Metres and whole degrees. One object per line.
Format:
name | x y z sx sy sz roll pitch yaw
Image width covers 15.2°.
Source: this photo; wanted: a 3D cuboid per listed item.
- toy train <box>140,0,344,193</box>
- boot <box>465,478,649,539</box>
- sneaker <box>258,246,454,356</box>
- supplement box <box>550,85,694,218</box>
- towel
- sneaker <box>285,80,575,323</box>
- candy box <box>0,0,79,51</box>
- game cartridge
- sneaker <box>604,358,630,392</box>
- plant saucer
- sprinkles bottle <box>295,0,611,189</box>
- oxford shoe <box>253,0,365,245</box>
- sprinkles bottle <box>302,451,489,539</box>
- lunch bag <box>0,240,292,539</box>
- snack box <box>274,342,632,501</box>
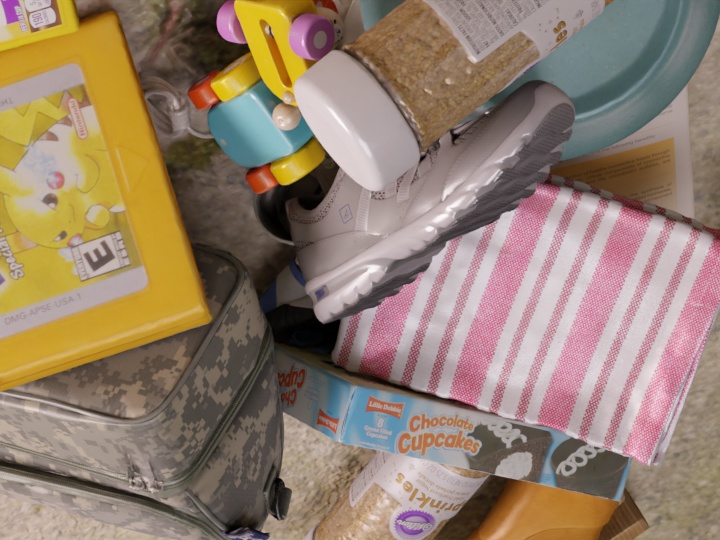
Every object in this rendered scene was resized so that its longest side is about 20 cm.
toy train | -0.065 -0.134 1.418 0.056 0.150 0.200 -42 155 -28
boot | 0.105 0.169 1.792 0.144 0.071 0.201 -34 144 3
sneaker | 0.000 0.000 1.594 0.076 0.077 0.200 22 142 -40
supplement box | 0.120 -0.078 1.547 0.125 0.074 0.200 -14 137 -4
towel | 0.096 0.018 1.496 0.199 0.030 0.147 17 113 -2
sneaker | 0.027 -0.049 1.419 0.200 0.082 0.075 -36 169 35
candy box | -0.212 -0.187 1.358 0.102 0.026 0.200 -13 137 -1
game cartridge | -0.197 -0.026 1.428 0.199 0.177 0.032 -18 169 -1
sneaker | 0.161 0.031 1.629 0.115 0.200 0.075 -32 95 -9
plant saucer | 0.100 -0.151 1.422 0.199 0.036 0.201 -2 106 -8
sprinkles bottle | 0.063 -0.125 1.341 0.200 0.068 0.068 -39 138 -10
oxford shoe | -0.004 -0.086 1.488 0.058 0.075 0.200 -20 147 -47
sprinkles bottle | 0.033 0.141 1.749 0.068 0.068 0.200 16 127 -31
lunch bag | -0.143 0.072 1.517 0.199 0.140 0.168 11 146 22
snack box | 0.048 0.089 1.583 0.199 0.116 0.037 14 94 -30
